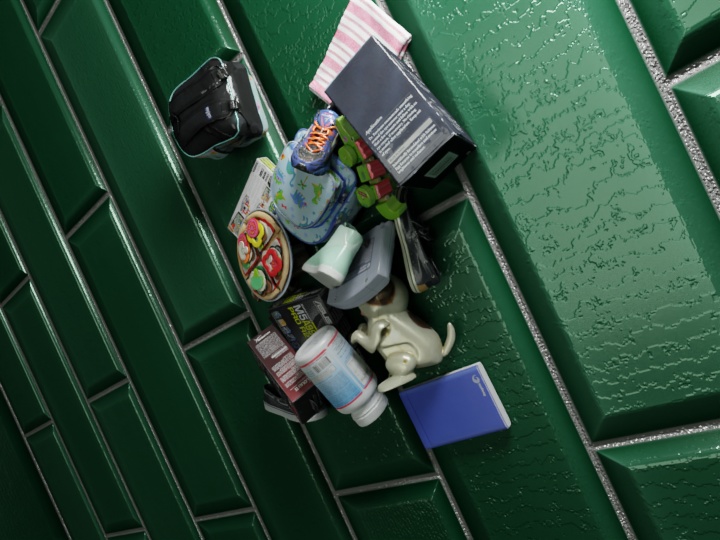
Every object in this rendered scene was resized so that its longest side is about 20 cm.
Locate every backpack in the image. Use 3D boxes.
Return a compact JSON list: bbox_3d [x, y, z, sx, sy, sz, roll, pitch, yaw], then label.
[{"bbox_3d":[-0.090,-0.158,1.036,0.183,0.146,0.202,43,126,19],"label":"backpack"},{"bbox_3d":[-0.309,-0.334,1.121,0.197,0.153,0.179,-19,91,25],"label":"backpack"}]

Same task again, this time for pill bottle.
[{"bbox_3d":[-0.035,0.219,1.073,0.108,0.109,0.201,-32,102,35],"label":"pill bottle"}]

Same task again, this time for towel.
[{"bbox_3d":[-0.006,-0.391,0.983,0.146,0.030,0.201,43,122,15],"label":"towel"}]

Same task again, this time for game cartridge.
[{"bbox_3d":[0.000,0.000,1.015,0.040,0.135,0.199,25,150,-22],"label":"game cartridge"}]

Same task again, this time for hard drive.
[{"bbox_3d":[0.185,0.278,1.055,0.198,0.025,0.134,-29,87,36],"label":"hard drive"}]

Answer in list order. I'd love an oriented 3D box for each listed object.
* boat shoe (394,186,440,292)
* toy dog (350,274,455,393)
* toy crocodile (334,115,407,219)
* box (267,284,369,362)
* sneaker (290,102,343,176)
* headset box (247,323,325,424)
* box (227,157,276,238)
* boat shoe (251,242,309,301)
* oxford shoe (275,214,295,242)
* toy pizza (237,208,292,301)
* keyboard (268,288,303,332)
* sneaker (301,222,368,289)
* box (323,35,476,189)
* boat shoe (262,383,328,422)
[{"bbox_3d":[0.106,-0.062,0.978,0.061,0.074,0.204,-14,86,20],"label":"boat shoe"},{"bbox_3d":[0.068,0.107,1.017,0.192,0.139,0.203,-28,88,26],"label":"toy dog"},{"bbox_3d":[0.017,-0.181,0.915,0.061,0.067,0.203,-3,115,60],"label":"toy crocodile"},{"bbox_3d":[-0.093,0.140,1.151,0.158,0.044,0.202,-15,112,35],"label":"box"},{"bbox_3d":[-0.069,-0.245,0.929,0.074,0.202,0.079,20,140,4],"label":"sneaker"},{"bbox_3d":[-0.159,0.243,1.178,0.200,0.077,0.150,44,159,27],"label":"headset box"},{"bbox_3d":[-0.229,-0.142,1.197,0.110,0.035,0.201,43,122,15],"label":"box"},{"bbox_3d":[-0.180,0.020,1.191,0.072,0.075,0.200,52,127,5],"label":"boat shoe"},{"bbox_3d":[-0.200,-0.050,1.179,0.201,0.074,0.058,-50,45,29],"label":"oxford shoe"},{"bbox_3d":[-0.217,-0.031,1.128,0.198,0.031,0.205,12,107,43],"label":"toy pizza"},{"bbox_3d":[-0.136,0.093,1.195,0.198,0.021,0.128,-18,120,34],"label":"keyboard"},{"bbox_3d":[-0.048,-0.031,1.027,0.073,0.119,0.200,33,169,-16],"label":"sneaker"},{"bbox_3d":[0.073,-0.247,0.860,0.117,0.196,0.201,-41,80,21],"label":"box"},{"bbox_3d":[-0.163,0.314,1.271,0.197,0.071,0.069,3,107,40],"label":"boat shoe"}]
